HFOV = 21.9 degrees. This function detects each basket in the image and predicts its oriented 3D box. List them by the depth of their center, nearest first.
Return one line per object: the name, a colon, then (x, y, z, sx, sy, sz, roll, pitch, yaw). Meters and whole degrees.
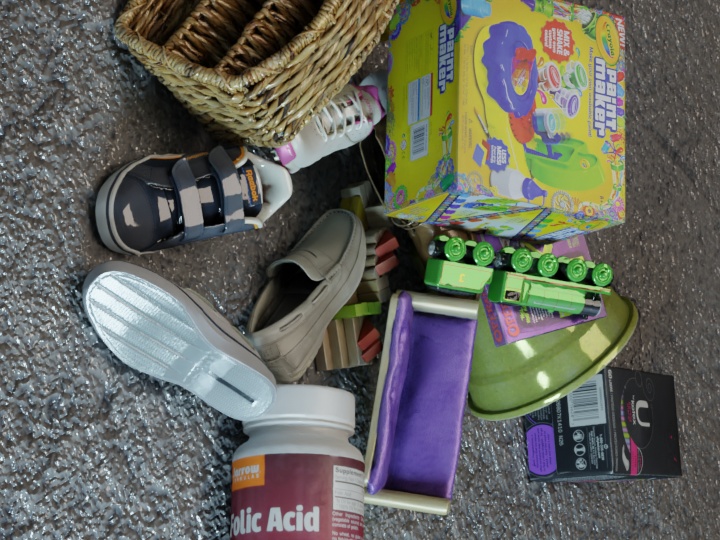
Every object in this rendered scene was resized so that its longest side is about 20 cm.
basket: (-0.077, -0.220, 1.532, 0.149, 0.142, 0.200, 47, 69, -32)

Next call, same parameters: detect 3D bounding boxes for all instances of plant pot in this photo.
plant pot: (0.149, 0.018, 1.883, 0.185, 0.200, 0.201, 56, 38, -16)

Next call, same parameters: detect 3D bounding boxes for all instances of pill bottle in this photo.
pill bottle: (-0.053, 0.203, 1.554, 0.114, 0.114, 0.201, 23, 63, -54)

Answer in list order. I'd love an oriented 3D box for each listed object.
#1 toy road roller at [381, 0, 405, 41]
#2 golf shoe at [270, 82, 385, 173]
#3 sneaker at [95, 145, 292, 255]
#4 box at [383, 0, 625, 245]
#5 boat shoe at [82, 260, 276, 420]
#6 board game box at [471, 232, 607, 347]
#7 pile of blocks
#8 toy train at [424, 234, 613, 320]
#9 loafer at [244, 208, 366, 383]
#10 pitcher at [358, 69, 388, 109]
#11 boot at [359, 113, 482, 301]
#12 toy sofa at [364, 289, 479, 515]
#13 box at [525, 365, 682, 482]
toy road roller: (-0.026, -0.303, 1.753, 0.200, 0.145, 0.124, 110, -21, -76)
golf shoe: (-0.033, -0.137, 1.650, 0.200, 0.091, 0.076, -49, 120, -75)
sneaker: (-0.132, -0.063, 1.527, 0.200, 0.079, 0.079, -24, 106, -56)
box: (0.133, -0.143, 1.707, 0.192, 0.122, 0.201, 9, 76, -32)
boat shoe: (-0.150, 0.050, 1.493, 0.200, 0.073, 0.067, 44, 12, -33)
board game box: (0.157, -0.037, 1.789, 0.119, 0.032, 0.201, -13, 85, -30)
pile of blocks: (0.000, 0.000, 1.741, 0.082, 0.062, 0.201, 34, 54, -50)
toy train: (0.150, 0.007, 1.741, 0.199, 0.042, 0.057, 10, 90, -24)
loafer: (-0.048, 0.011, 1.653, 0.070, 0.070, 0.201, 66, 34, -38)
pitcher: (0.102, -0.138, 1.875, 0.200, 0.121, 0.172, -21, 81, -53)
boot: (0.053, -0.051, 1.751, 0.075, 0.073, 0.201, -26, 97, -47)
toy sofa: (0.057, 0.122, 1.722, 0.098, 0.082, 0.201, 72, 27, -78)
box: (0.277, 0.177, 2.103, 0.200, 0.106, 0.123, 10, 74, -58)
